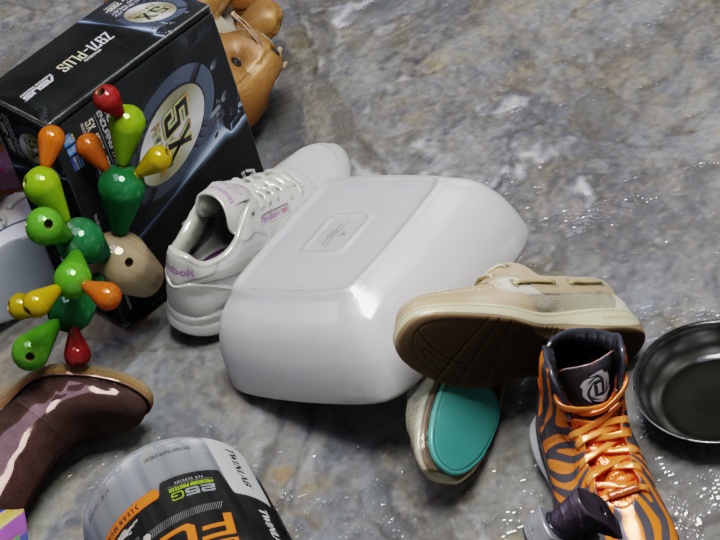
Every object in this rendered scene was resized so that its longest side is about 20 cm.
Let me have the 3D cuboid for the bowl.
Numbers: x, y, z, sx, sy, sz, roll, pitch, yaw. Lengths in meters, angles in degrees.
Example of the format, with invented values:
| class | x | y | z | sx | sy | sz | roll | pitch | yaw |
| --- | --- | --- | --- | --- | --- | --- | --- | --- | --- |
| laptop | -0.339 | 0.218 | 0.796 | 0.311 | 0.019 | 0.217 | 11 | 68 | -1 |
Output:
| class | x | y | z | sx | sy | sz | roll | pitch | yaw |
| --- | --- | --- | --- | --- | --- | --- | --- | --- | --- |
| bowl | 0.000 | 0.000 | 1.532 | 0.199 | 0.075 | 0.200 | 2 | 41 | 47 |

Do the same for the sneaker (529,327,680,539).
| class | x | y | z | sx | sy | sz | roll | pitch | yaw |
| --- | --- | --- | --- | --- | --- | --- | --- | --- | --- |
| sneaker | 0.148 | 0.114 | 1.363 | 0.077 | 0.113 | 0.200 | -14 | 40 | -10 |

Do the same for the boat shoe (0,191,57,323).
| class | x | y | z | sx | sy | sz | roll | pitch | yaw |
| --- | --- | --- | --- | --- | --- | --- | --- | --- | --- |
| boat shoe | -0.263 | -0.034 | 1.702 | 0.086 | 0.075 | 0.202 | 24 | 52 | 36 |

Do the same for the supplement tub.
| class | x | y | z | sx | sy | sz | roll | pitch | yaw |
| --- | --- | --- | --- | --- | --- | --- | --- | --- | --- |
| supplement tub | -0.089 | 0.206 | 1.335 | 0.122 | 0.123 | 0.200 | -25 | 41 | -10 |

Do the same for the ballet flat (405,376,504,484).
| class | x | y | z | sx | sy | sz | roll | pitch | yaw |
| --- | --- | --- | --- | --- | --- | --- | --- | --- | --- |
| ballet flat | 0.066 | 0.078 | 1.490 | 0.062 | 0.068 | 0.200 | -22 | 27 | 39 |

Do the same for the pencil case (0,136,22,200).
| class | x | y | z | sx | sy | sz | roll | pitch | yaw |
| --- | --- | --- | --- | --- | --- | --- | --- | --- | --- |
| pencil case | -0.303 | -0.107 | 1.710 | 0.087 | 0.200 | 0.088 | 0 | 84 | 3 |

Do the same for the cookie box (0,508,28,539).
| class | x | y | z | sx | sy | sz | roll | pitch | yaw |
| --- | --- | --- | --- | --- | --- | --- | --- | --- | --- |
| cookie box | -0.331 | 0.208 | 1.365 | 0.198 | 0.076 | 0.171 | -1 | 10 | 15 |

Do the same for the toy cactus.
| class | x | y | z | sx | sy | sz | roll | pitch | yaw |
| --- | --- | --- | --- | --- | --- | --- | --- | --- | --- |
| toy cactus | -0.179 | -0.018 | 1.530 | 0.102 | 0.165 | 0.202 | 7 | 79 | 23 |

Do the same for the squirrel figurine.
| class | x | y | z | sx | sy | sz | roll | pitch | yaw |
| --- | --- | --- | --- | --- | --- | --- | --- | --- | --- |
| squirrel figurine | -0.153 | -0.170 | 1.801 | 0.199 | 0.142 | 0.187 | -32 | 51 | 2 |

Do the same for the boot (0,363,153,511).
| class | x | y | z | sx | sy | sz | roll | pitch | yaw |
| --- | --- | --- | --- | --- | --- | --- | --- | --- | --- |
| boot | -0.242 | 0.155 | 1.504 | 0.198 | 0.073 | 0.167 | -8 | 53 | 8 |

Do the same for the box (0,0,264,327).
| class | x | y | z | sx | sy | sz | roll | pitch | yaw |
| --- | --- | --- | --- | --- | --- | --- | --- | --- | --- |
| box | -0.170 | -0.088 | 1.635 | 0.164 | 0.201 | 0.086 | -39 | 44 | -26 |

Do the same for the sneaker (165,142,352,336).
| class | x | y | z | sx | sy | sz | roll | pitch | yaw |
| --- | --- | --- | --- | --- | --- | --- | --- | --- | --- |
| sneaker | -0.073 | -0.039 | 1.624 | 0.075 | 0.100 | 0.200 | 24 | 55 | 28 |

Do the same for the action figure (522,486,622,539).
| class | x | y | z | sx | sy | sz | roll | pitch | yaw |
| --- | --- | --- | --- | --- | --- | --- | --- | --- | --- |
| action figure | 0.071 | 0.212 | 1.310 | 0.199 | 0.069 | 0.131 | -27 | 53 | 17 |

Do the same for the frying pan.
| class | x | y | z | sx | sy | sz | roll | pitch | yaw |
| --- | --- | --- | --- | --- | --- | --- | --- | --- | --- |
| frying pan | 0.275 | 0.076 | 1.433 | 0.188 | 0.031 | 0.115 | -2 | 42 | 11 |

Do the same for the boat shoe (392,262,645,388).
| class | x | y | z | sx | sy | sz | roll | pitch | yaw |
| --- | --- | --- | --- | --- | --- | --- | --- | --- | --- |
| boat shoe | 0.100 | 0.032 | 1.451 | 0.199 | 0.072 | 0.065 | 1 | 47 | -33 |
